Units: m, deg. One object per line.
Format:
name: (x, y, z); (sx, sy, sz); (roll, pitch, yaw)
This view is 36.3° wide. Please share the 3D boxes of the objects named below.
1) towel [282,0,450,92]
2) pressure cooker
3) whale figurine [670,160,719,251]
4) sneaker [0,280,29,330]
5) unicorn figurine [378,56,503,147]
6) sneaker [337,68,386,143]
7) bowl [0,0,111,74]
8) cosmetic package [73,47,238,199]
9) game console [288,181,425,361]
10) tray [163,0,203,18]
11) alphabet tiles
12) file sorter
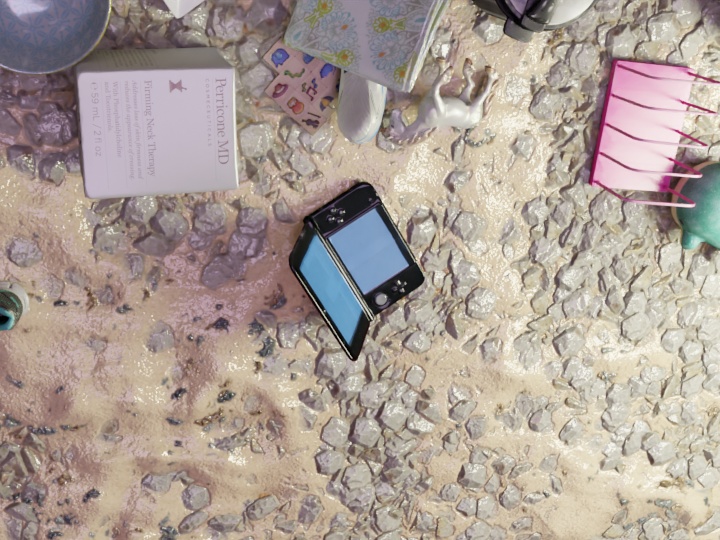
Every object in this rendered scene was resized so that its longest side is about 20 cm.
towel: (0.012, -0.355, 1.510); (0.199, 0.048, 0.172); (23, 94, 7)
pressure cooker: (0.244, -0.423, 1.511); (0.178, 0.200, 0.176); (-24, 115, -6)
whale figurine: (0.594, -0.081, 1.787); (0.159, 0.104, 0.200); (-36, 115, -1)
sneaker: (-0.563, 0.063, 1.521); (0.199, 0.091, 0.078); (-11, 111, -11)
unicorn figurine: (0.119, -0.242, 1.608); (0.199, 0.074, 0.138); (4, 119, -23)
sneaker: (0.008, -0.281, 1.572); (0.072, 0.072, 0.201); (12, 95, 9)
bowl: (-0.413, -0.359, 1.395); (0.199, 0.108, 0.201); (-3, 114, -6)
cosmetic package: (-0.275, -0.201, 1.465); (0.199, 0.166, 0.168); (-5, 111, -15)
game console: (0.000, 0.000, 1.642); (0.172, 0.119, 0.200); (-33, 115, -2)
tray: (-0.190, -0.429, 1.465); (0.200, 0.022, 0.107); (-36, 149, -1)
alphabet tiles: (-0.038, -0.299, 1.583); (0.167, 0.008, 0.200); (41, 95, -25)
file sorter: (0.458, -0.208, 1.690); (0.138, 0.125, 0.201); (3, 109, -16)
